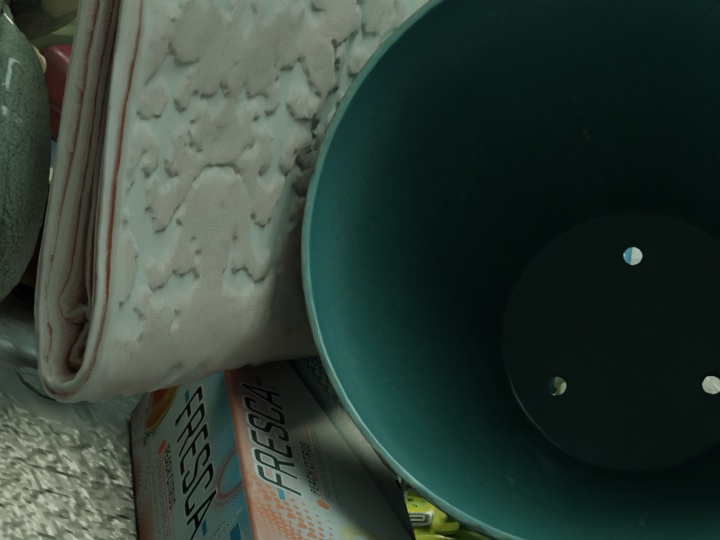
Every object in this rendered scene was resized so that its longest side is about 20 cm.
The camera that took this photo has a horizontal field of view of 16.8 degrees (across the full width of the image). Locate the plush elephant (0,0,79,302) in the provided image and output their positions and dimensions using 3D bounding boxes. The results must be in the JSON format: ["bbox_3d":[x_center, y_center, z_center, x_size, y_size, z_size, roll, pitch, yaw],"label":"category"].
[{"bbox_3d":[-0.140,-0.073,0.759,0.164,0.200,0.155,31,33,16],"label":"plush elephant"}]

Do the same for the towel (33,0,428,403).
[{"bbox_3d":[-0.029,-0.060,0.772,0.032,0.192,0.200,13,9,25],"label":"towel"}]

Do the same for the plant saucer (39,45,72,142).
[{"bbox_3d":[-0.108,-0.066,1.040,0.200,0.051,0.201,36,8,-6],"label":"plant saucer"}]

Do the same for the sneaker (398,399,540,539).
[{"bbox_3d":[0.027,0.086,0.859,0.075,0.077,0.200,27,21,-26],"label":"sneaker"}]

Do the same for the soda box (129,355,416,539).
[{"bbox_3d":[-0.029,0.081,0.796,0.068,0.064,0.200,27,19,-19],"label":"soda box"}]

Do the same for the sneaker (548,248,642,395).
[{"bbox_3d":[0.106,0.069,0.949,0.086,0.075,0.200,19,51,-7],"label":"sneaker"}]

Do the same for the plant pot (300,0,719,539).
[{"bbox_3d":[0.089,0.008,0.808,0.200,0.200,0.135,38,-8,16],"label":"plant pot"}]

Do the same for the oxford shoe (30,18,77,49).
[{"bbox_3d":[-0.166,-0.097,0.927,0.199,0.058,0.075,3,26,4],"label":"oxford shoe"}]

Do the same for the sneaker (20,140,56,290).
[{"bbox_3d":[-0.135,-0.036,0.912,0.200,0.067,0.090,11,31,-48],"label":"sneaker"}]
